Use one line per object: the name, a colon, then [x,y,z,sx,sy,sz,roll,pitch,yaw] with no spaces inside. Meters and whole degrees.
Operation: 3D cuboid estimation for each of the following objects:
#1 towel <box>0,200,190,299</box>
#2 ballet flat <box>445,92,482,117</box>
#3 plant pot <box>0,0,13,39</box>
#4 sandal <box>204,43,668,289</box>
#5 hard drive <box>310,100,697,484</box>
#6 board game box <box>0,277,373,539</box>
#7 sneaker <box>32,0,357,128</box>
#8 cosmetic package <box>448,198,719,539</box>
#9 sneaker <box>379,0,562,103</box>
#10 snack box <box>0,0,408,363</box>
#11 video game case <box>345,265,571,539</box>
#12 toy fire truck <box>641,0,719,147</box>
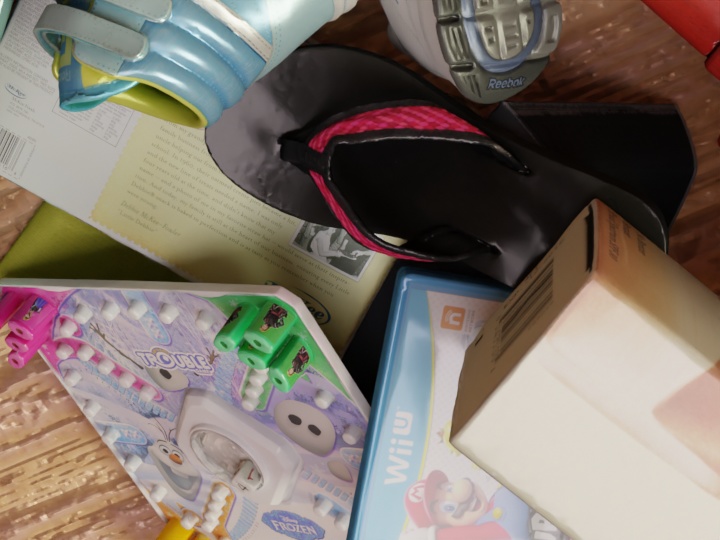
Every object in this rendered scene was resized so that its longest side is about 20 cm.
towel: [-0.091,-0.038,0.906,0.086,0.018,0.200,33,119,-13]
ballet flat: [0.000,0.000,0.916,0.067,0.046,0.201,29,115,2]
plant pot: [-0.227,-0.081,0.808,0.141,0.142,0.200,33,114,-19]
sandal: [0.026,-0.035,0.787,0.198,0.045,0.076,21,112,14]
hard drive: [0.065,0.014,0.881,0.134,0.042,0.201,-4,133,-44]
board game box: [-0.061,0.086,0.904,0.199,0.026,0.201,2,134,43]
sneaker: [-0.102,-0.139,0.758,0.200,0.079,0.131,44,76,-11]
cosmetic package: [0.137,0.077,0.739,0.199,0.103,0.087,38,107,-7]
sneaker: [0.018,-0.165,0.780,0.074,0.087,0.202,-20,111,-28]
snack box: [-0.064,-0.057,0.853,0.199,0.037,0.117,29,116,-5]
video game case: [0.100,0.084,0.829,0.198,0.018,0.145,9,102,-7]
toy fire truck: [0.167,-0.131,0.774,0.200,0.176,0.129,41,159,2]
